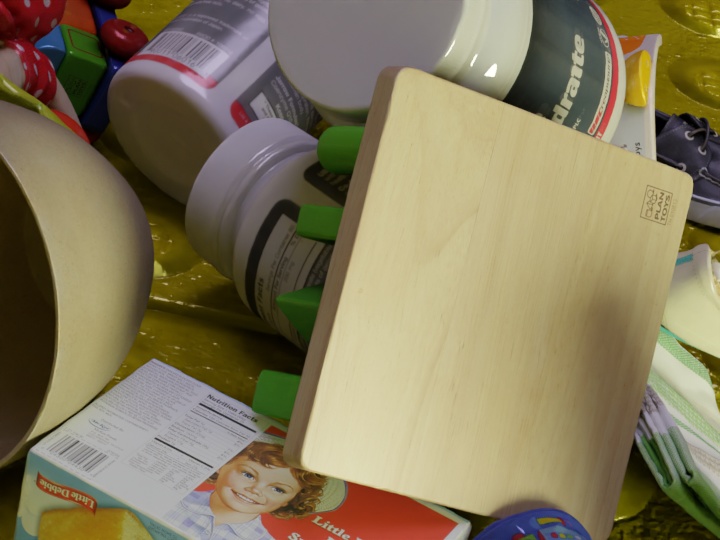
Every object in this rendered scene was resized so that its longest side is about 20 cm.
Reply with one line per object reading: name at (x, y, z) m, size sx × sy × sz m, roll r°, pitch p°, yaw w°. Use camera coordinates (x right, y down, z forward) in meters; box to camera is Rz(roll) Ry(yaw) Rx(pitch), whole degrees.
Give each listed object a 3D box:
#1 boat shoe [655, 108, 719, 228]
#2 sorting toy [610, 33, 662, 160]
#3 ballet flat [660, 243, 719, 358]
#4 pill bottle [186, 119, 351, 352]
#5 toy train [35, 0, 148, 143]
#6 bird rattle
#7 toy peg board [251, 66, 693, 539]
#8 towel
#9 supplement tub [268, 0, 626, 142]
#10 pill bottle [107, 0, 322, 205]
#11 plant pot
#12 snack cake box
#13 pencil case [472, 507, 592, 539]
boat shoe at (0.216, -0.084, 1.603) m, size 0.199 × 0.057 × 0.069 m, roll 23°, pitch 33°, yaw 16°
sorting toy at (0.096, -0.052, 1.403) m, size 0.179 × 0.202 × 0.107 m, roll -4°, pitch -10°, yaw 13°
ballet flat at (0.244, 0.036, 1.343) m, size 0.199 × 0.070 × 0.070 m, roll 27°, pitch 20°, yaw -36°
pill bottle at (0.000, 0.000, 1.325) m, size 0.200 × 0.115 × 0.114 m, roll 35°, pitch 38°, yaw 31°
toy train at (-0.220, -0.177, 1.533) m, size 0.115 × 0.085 × 0.200 m, roll 20°, pitch 27°, yaw -28°
bird rattle at (-0.208, -0.085, 1.368) m, size 0.112 × 0.164 × 0.201 m, roll -20°, pitch 39°, yaw 6°
toy peg board at (0.049, 0.018, 1.185) m, size 0.198 × 0.201 × 0.098 m, roll 17°, pitch -5°, yaw -33°
towel at (0.186, 0.087, 1.277) m, size 0.149 × 0.031 × 0.200 m, roll 39°, pitch 17°, yaw -34°
supplement tub at (0.051, -0.122, 1.277) m, size 0.140 × 0.141 × 0.200 m, roll 35°, pitch 7°, yaw 31°
pill bottle at (-0.061, -0.141, 1.482) m, size 0.113 × 0.114 × 0.200 m, roll 28°, pitch 55°, yaw 23°
plant pot at (-0.187, -0.002, 1.210) m, size 0.200 × 0.201 × 0.134 m, roll 31°, pitch 27°, yaw 27°
snack cake box at (-0.060, 0.133, 1.153) m, size 0.199 × 0.068 × 0.115 m, roll 26°, pitch 32°, yaw 19°
pencil case at (0.115, 0.203, 1.097) m, size 0.078 × 0.087 × 0.200 m, roll -23°, pitch 39°, yaw -7°
